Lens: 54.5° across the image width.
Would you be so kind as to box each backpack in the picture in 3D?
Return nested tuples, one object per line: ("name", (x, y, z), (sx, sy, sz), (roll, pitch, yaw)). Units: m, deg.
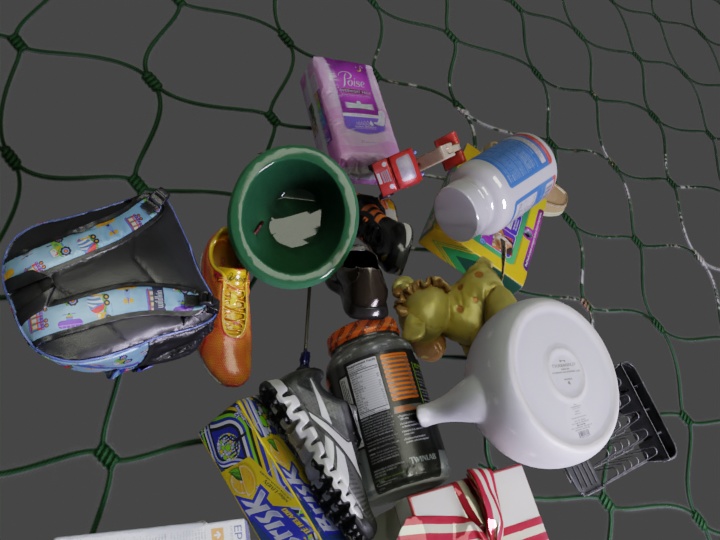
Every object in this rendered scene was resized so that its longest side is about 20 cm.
("backpack", (-0.277, 0.028, 0.759), (0.196, 0.135, 0.186), (-19, 72, -36))

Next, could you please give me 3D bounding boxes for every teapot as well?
("teapot", (0.193, 0.138, 0.814), (0.198, 0.146, 0.200), (38, 54, -10))

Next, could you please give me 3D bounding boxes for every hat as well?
("hat", (-0.091, -0.066, 0.935), (0.161, 0.176, 0.206), (18, 79, -6))

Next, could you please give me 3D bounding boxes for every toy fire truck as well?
("toy fire truck", (0.084, -0.150, 0.984), (0.138, 0.200, 0.050), (-23, 95, 5))

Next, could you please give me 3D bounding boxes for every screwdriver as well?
("screwdriver", (-0.068, 0.091, 0.906), (0.029, 0.027, 0.205), (40, 43, -41))

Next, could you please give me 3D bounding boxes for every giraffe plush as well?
("giraffe plush", (0.124, 0.068, 0.952), (0.157, 0.173, 0.207), (-7, 94, -5))

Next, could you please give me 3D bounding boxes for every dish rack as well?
("dish rack", (0.363, 0.236, 1.035), (0.195, 0.055, 0.157), (-11, 67, -32))

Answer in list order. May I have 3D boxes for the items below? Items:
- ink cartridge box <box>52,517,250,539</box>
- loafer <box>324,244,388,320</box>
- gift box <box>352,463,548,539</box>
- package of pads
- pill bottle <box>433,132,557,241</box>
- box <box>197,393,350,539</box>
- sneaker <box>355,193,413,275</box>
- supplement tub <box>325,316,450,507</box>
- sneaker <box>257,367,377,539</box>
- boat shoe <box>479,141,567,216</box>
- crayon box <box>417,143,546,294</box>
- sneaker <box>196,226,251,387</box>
("ink cartridge box", (-0.196, 0.354, 0.671), (0.194, 0.041, 0.205), (4, 60, -27))
("loafer", (0.000, 0.000, 0.906), (0.071, 0.074, 0.200), (2, 16, -15))
("gift box", (0.100, 0.332, 0.751), (0.195, 0.187, 0.189), (-10, 66, -33))
("package of pads", (-0.015, -0.231, 1.092), (0.117, 0.076, 0.205), (0, 62, -31))
("pill bottle", (0.200, -0.123, 1.047), (0.198, 0.113, 0.113), (-31, 79, -37))
("box", (-0.091, 0.241, 0.764), (0.202, 0.064, 0.070), (55, 11, 11))
("sneaker", (0.012, -0.055, 0.969), (0.087, 0.072, 0.201), (13, 21, -14))
("supplement tub", (0.027, 0.169, 0.849), (0.119, 0.123, 0.205), (-2, 63, -29))
("sneaker", (-0.027, 0.190, 0.763), (0.089, 0.067, 0.202), (-26, 73, -30))
("boat shoe", (0.287, -0.159, 1.218), (0.195, 0.067, 0.076), (22, 54, -15))
("crayon box", (0.202, -0.081, 1.132), (0.170, 0.058, 0.203), (32, 53, -6))
("sneaker", (-0.166, 0.040, 0.851), (0.071, 0.077, 0.206), (2, 63, -29))
